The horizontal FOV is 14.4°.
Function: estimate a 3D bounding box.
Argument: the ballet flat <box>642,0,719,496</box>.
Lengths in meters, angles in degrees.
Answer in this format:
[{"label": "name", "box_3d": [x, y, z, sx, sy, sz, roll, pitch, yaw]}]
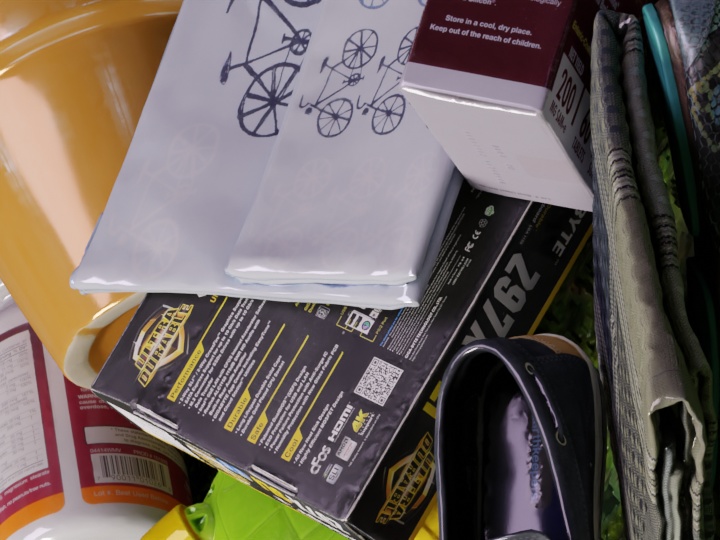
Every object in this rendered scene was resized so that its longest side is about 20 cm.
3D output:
[{"label": "ballet flat", "box_3d": [0.147, -0.009, 1.039, 0.074, 0.074, 0.200, 35, 139, 58]}]

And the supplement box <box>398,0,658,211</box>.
[{"label": "supplement box", "box_3d": [0.083, -0.135, 1.100, 0.061, 0.109, 0.200, 12, 75, 21]}]

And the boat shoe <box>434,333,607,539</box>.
[{"label": "boat shoe", "box_3d": [0.059, 0.117, 1.056, 0.075, 0.062, 0.200, -13, 69, 34]}]

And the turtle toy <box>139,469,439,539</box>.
[{"label": "turtle toy", "box_3d": [-0.013, 0.114, 1.242, 0.146, 0.101, 0.200, -40, 40, 9]}]

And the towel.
[{"label": "towel", "box_3d": [0.108, 0.037, 1.027, 0.193, 0.035, 0.200, 84, -178, -47]}]

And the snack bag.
[{"label": "snack bag", "box_3d": [-0.025, -0.074, 1.197, 0.200, 0.021, 0.189, 2, 65, 41]}]

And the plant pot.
[{"label": "plant pot", "box_3d": [-0.117, -0.048, 1.416, 0.200, 0.200, 0.183, -45, 59, 43]}]

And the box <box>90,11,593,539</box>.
[{"label": "box", "box_3d": [0.000, 0.000, 1.186, 0.160, 0.049, 0.200, 23, 79, 42]}]

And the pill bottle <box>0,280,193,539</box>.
[{"label": "pill bottle", "box_3d": [-0.149, 0.081, 1.478, 0.110, 0.110, 0.200, -51, 39, 38]}]
